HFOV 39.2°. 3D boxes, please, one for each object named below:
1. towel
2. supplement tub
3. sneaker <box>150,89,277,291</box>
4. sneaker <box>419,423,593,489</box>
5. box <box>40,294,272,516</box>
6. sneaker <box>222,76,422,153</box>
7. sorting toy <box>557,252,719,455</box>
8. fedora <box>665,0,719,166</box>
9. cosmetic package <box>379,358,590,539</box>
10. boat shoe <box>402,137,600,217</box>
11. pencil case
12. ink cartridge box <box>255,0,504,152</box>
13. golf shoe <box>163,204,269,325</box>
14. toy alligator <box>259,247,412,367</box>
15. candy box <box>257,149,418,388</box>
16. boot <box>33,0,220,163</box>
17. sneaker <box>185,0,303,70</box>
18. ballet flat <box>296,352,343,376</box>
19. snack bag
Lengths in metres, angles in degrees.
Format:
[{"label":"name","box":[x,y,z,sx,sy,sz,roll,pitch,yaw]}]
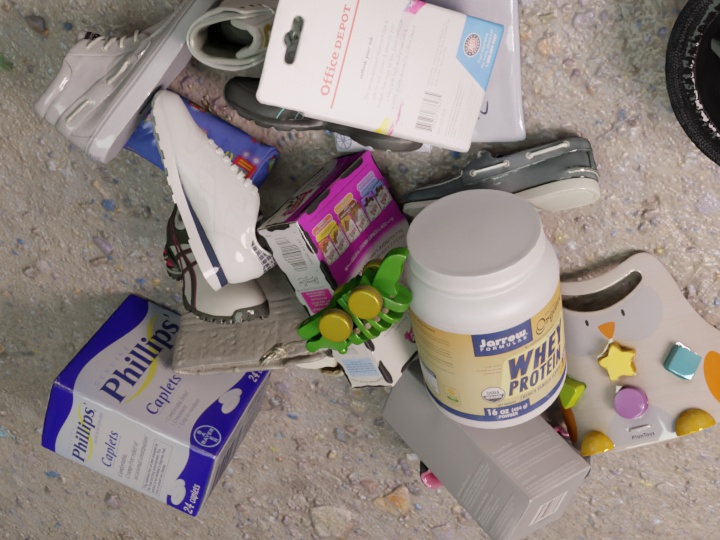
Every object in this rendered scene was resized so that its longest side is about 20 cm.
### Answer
[{"label":"towel","box":[-0.112,0.043,1.105,0.200,0.133,0.034,-7,153,24]},{"label":"supplement tub","box":[0.118,0.038,0.961,0.144,0.144,0.200,2,134,18]},{"label":"sneaker","box":[-0.144,-0.083,0.982,0.080,0.076,0.200,-21,100,-5]},{"label":"sneaker","box":[0.157,0.221,1.131,0.200,0.095,0.079,1,118,17]},{"label":"box","box":[-0.229,0.149,1.166,0.200,0.184,0.105,23,125,4]},{"label":"sneaker","box":[-0.031,-0.169,0.963,0.200,0.075,0.079,11,114,6]},{"label":"sorting toy","box":[0.264,0.080,1.025,0.200,0.107,0.180,-20,92,28]},{"label":"fedora","box":[0.349,-0.171,0.832,0.200,0.092,0.201,9,122,14]},{"label":"cosmetic package","box":[0.126,0.176,1.057,0.200,0.107,0.090,45,132,32]},{"label":"boat shoe","box":[0.135,-0.086,0.989,0.200,0.073,0.062,-7,74,30]},{"label":"pencil case","box":[-0.184,-0.132,1.046,0.200,0.078,0.087,30,100,1]},{"label":"ink cartridge box","box":[0.009,-0.180,0.865,0.200,0.068,0.115,10,104,-23]},{"label":"golf shoe","box":[-0.158,-0.012,1.055,0.200,0.077,0.088,41,135,47]},{"label":"toy alligator","box":[-0.013,0.050,0.930,0.054,0.059,0.200,44,122,-11]},{"label":"candy box","box":[0.000,0.000,1.020,0.061,0.136,0.200,-9,118,44]},{"label":"boot","box":[-0.228,-0.208,0.975,0.096,0.074,0.200,36,84,-3]},{"label":"sneaker","box":[-0.056,-0.216,0.909,0.200,0.116,0.074,-2,116,20]},{"label":"ballet flat","box":[-0.094,0.072,1.146,0.200,0.069,0.070,18,124,9]},{"label":"snack bag","box":[0.058,-0.199,0.958,0.200,0.021,0.189,3,120,17]}]
